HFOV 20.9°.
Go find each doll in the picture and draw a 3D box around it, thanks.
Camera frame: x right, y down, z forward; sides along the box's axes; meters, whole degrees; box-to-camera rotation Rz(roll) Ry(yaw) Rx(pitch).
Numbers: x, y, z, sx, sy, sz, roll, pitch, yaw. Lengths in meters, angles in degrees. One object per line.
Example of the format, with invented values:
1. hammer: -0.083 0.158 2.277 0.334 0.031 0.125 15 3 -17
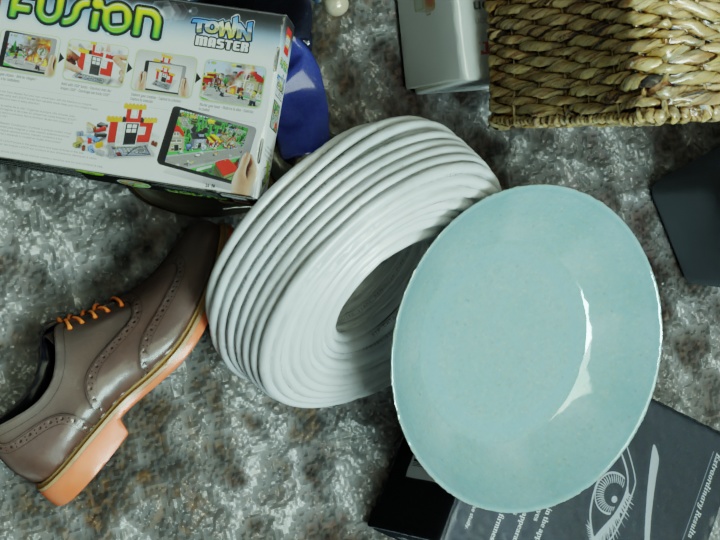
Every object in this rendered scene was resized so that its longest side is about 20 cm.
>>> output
1. doll: -0.073 -0.143 1.198 0.136 0.048 0.201 -7 71 -6

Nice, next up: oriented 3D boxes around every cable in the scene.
1. cable: 0.000 0.000 1.188 0.200 0.200 0.069 -31 59 -24

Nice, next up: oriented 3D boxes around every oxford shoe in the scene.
1. oxford shoe: -0.148 0.041 1.180 0.072 0.071 0.200 39 74 -16

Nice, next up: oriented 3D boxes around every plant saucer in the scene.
1. plant saucer: 0.095 0.046 1.193 0.200 0.039 0.202 -4 98 -30

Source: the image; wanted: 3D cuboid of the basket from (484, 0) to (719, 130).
1. basket: 0.174 -0.162 1.173 0.142 0.200 0.150 -6 95 -25

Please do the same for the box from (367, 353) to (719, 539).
1. box: 0.131 0.143 1.297 0.200 0.104 0.148 28 78 -24

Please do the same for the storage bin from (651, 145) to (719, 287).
1. storage bin: 0.314 -0.050 1.373 0.200 0.134 0.146 -28 102 -23

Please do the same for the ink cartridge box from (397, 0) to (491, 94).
1. ink cartridge box: 0.101 -0.224 1.296 0.145 0.083 0.201 -7 93 -26

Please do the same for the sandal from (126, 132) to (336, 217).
1. sandal: -0.053 -0.062 1.234 0.199 0.055 0.082 16 82 -25

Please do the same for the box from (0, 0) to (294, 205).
1. box: -0.146 -0.108 1.143 0.199 0.035 0.111 10 85 7
